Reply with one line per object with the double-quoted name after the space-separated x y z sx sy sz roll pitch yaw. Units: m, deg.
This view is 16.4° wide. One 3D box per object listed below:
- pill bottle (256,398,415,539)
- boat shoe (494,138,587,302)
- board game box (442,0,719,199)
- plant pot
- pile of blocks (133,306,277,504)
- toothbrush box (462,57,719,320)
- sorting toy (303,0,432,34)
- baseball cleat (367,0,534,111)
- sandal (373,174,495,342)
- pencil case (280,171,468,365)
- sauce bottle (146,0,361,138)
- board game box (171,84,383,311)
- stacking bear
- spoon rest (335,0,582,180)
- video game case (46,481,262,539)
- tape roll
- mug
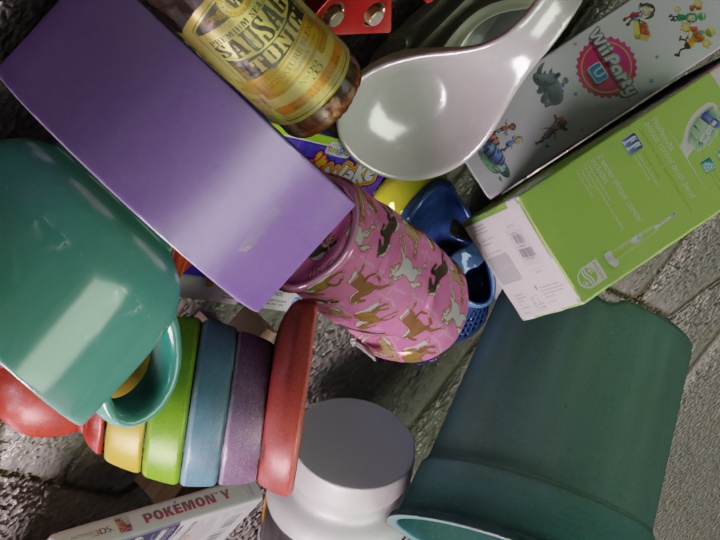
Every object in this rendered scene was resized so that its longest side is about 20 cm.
-0.020 0.200 1.899 0.116 0.116 0.201 -24 142 -33 "pill bottle"
0.141 -0.043 1.843 0.071 0.069 0.201 -61 163 -46 "boat shoe"
0.160 -0.131 1.686 0.200 0.064 0.148 -35 -179 11 "board game box"
0.144 0.122 1.815 0.200 0.199 0.197 45 62 -60 "plant pot"
-0.106 0.081 1.715 0.082 0.062 0.200 -27 154 -42 "pile of blocks"
0.184 -0.058 1.667 0.199 0.086 0.146 -32 -178 -12 "toothbrush box"
0.008 -0.224 1.484 0.198 0.070 0.201 -32 147 -23 "sorting toy"
0.089 -0.173 1.642 0.200 0.070 0.106 -36 164 19 "baseball cleat"
0.063 0.002 1.803 0.079 0.087 0.200 -42 151 -11 "sandal"
0.000 0.000 1.638 0.200 0.082 0.087 38 64 -60 "pencil case"
-0.081 -0.154 1.405 0.066 0.066 0.200 -48 125 3 "sauce bottle"
-0.079 -0.047 1.608 0.200 0.045 0.135 9 119 -55 "board game box"
-0.134 0.075 1.569 0.199 0.114 0.122 8 151 -2 "stacking bear"
0.067 -0.129 1.570 0.099 0.061 0.200 33 117 -28 "spoon rest"
-0.185 0.219 1.751 0.182 0.023 0.200 -13 155 -44 "video game case"
-0.102 -0.074 1.394 0.085 0.200 0.200 -47 150 2 "tape roll"
-0.174 0.001 1.446 0.115 0.152 0.185 -48 163 -3 "mug"
